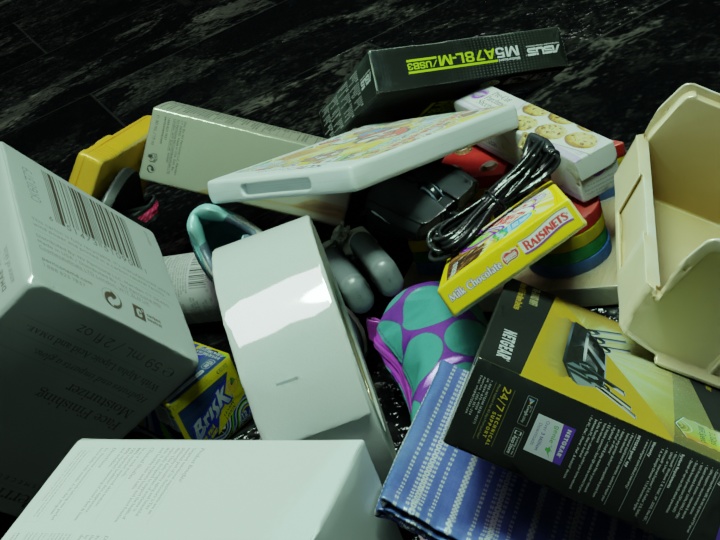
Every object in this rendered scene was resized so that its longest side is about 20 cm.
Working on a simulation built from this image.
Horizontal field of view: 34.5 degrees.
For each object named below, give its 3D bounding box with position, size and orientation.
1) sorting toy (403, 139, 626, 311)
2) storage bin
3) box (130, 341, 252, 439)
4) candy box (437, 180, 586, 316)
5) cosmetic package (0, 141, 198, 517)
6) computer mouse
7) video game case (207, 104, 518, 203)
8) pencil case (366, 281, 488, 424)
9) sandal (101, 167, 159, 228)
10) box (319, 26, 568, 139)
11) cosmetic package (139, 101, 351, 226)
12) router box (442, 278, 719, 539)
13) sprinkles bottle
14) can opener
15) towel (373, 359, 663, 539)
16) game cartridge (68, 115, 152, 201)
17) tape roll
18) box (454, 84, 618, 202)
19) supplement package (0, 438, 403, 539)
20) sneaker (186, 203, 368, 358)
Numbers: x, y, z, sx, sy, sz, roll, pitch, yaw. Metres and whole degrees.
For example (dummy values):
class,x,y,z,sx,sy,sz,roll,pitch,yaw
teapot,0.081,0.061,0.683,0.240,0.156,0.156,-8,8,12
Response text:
class,x,y,z,sx,sy,sz,roll,pitch,yaw
sorting toy,0.143,-0.053,0.999,0.197,0.070,0.200,-4,33,27
storage bin,0.267,-0.009,0.731,0.197,0.094,0.201,21,35,-3
box,-0.181,0.092,0.968,0.199,0.065,0.070,14,44,44
candy box,0.104,-0.020,0.814,0.102,0.027,0.200,-34,3,9
cosmetic package,-0.262,0.051,0.882,0.200,0.165,0.165,-43,45,14
computer mouse,0.073,-0.077,0.929,0.140,0.046,0.200,-38,18,-8
video game case,0.002,-0.097,0.963,0.199,0.023,0.181,-24,16,-40
pencil case,0.063,0.088,0.799,0.092,0.086,0.200,-7,29,-5
sandal,-0.212,-0.043,1.094,0.075,0.045,0.200,-60,-3,-10
box,0.074,-0.176,1.134,0.192,0.048,0.200,-13,-5,-18
cosmetic package,-0.103,-0.104,1.123,0.198,0.072,0.105,14,11,-1
router box,0.139,0.075,0.665,0.156,0.053,0.200,23,15,6
sprinkles bottle,-0.160,0.018,1.073,0.198,0.069,0.068,-7,32,22
can opener,0.000,0.000,0.957,0.052,0.067,0.200,-31,12,-3
towel,0.118,0.128,0.651,0.199,0.024,0.145,24,34,7
game cartridge,-0.253,-0.051,1.113,0.032,0.177,0.200,24,18,1
tape roll,-0.032,0.069,0.773,0.070,0.204,0.203,-19,29,0
box,0.145,-0.111,0.983,0.041,0.039,0.200,-26,30,-13
supplement package,-0.088,0.198,0.643,0.198,0.152,0.152,-4,33,27
sneaker,-0.078,0.018,0.946,0.200,0.086,0.078,39,82,28
